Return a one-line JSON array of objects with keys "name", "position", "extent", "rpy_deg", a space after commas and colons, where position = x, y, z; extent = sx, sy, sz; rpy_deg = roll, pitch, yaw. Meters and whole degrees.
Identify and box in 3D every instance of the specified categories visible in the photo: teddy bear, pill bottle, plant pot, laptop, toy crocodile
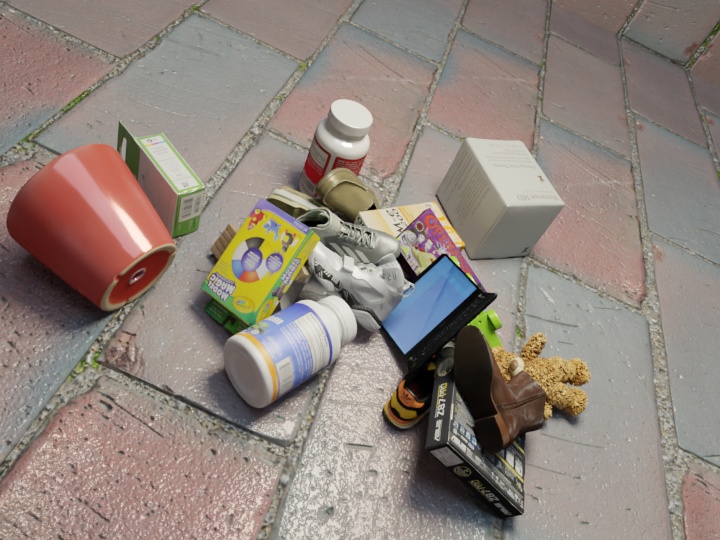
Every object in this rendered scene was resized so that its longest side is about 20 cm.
[{"name": "teddy bear", "position": [0.320, 0.190, 1.080], "extent": [0.197, 0.067, 0.147], "rpy_deg": [30, 81, -6]}, {"name": "pill bottle", "position": [-0.047, -0.228, 1.209], "extent": [0.110, 0.202, 0.114], "rpy_deg": [13, 45, -14]}, {"name": "pill bottle", "position": [-0.101, 0.114, 0.938], "extent": [0.198, 0.113, 0.112], "rpy_deg": [-28, 65, -40]}, {"name": "plant pot", "position": [-0.384, -0.053, 0.912], "extent": [0.178, 0.201, 0.200], "rpy_deg": [46, 46, 5]}, {"name": "laptop", "position": [0.114, 0.061, 1.000], "extent": [0.104, 0.177, 0.200], "rpy_deg": [48, 2, 3]}, {"name": "toy crocodile", "position": [0.199, 0.068, 1.112], "extent": [0.202, 0.067, 0.062], "rpy_deg": [57, 6, -9]}]

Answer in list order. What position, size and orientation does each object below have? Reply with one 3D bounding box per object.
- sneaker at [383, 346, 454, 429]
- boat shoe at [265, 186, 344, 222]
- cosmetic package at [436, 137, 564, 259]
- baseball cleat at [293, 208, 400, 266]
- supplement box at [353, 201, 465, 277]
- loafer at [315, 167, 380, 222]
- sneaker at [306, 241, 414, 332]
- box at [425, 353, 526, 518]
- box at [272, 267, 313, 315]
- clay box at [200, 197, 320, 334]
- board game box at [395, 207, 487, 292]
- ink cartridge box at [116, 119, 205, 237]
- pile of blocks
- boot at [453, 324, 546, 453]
[{"name": "sneaker", "position": [0.121, 0.176, 1.001], "extent": [0.070, 0.091, 0.199], "rpy_deg": [42, 47, 16]}, {"name": "boat shoe", "position": [-0.084, -0.102, 1.168], "extent": [0.197, 0.075, 0.069], "rpy_deg": [30, 41, -4]}, {"name": "cosmetic package", "position": [0.298, -0.156, 1.331], "extent": [0.164, 0.168, 0.203], "rpy_deg": [-4, 53, -28]}, {"name": "baseball cleat", "position": [-0.024, -0.055, 1.047], "extent": [0.195, 0.107, 0.071], "rpy_deg": [4, 67, -2]}, {"name": "supplement box", "position": [0.092, -0.059, 1.213], "extent": [0.196, 0.074, 0.127], "rpy_deg": [-12, 56, -33]}, {"name": "loafer", "position": [-0.013, -0.139, 1.188], "extent": [0.068, 0.076, 0.199], "rpy_deg": [52, 20, 25]}, {"name": "sneaker", "position": [0.000, 0.000, 1.020], "extent": [0.200, 0.114, 0.075], "rpy_deg": [48, 9, -20]}, {"name": "box", "position": [0.182, 0.251, 0.933], "extent": [0.200, 0.049, 0.163], "rpy_deg": [45, 40, -24]}, {"name": "box", "position": [-0.112, 0.001, 1.080], "extent": [0.038, 0.042, 0.201], "rpy_deg": [8, 41, 20]}, {"name": "clay box", "position": [-0.165, 0.000, 0.965], "extent": [0.114, 0.048, 0.202], "rpy_deg": [30, 82, 25]}, {"name": "board game box", "position": [0.147, -0.002, 1.147], "extent": [0.120, 0.032, 0.202], "rpy_deg": [-43, 101, -36]}, {"name": "ink cartridge box", "position": [-0.355, -0.167, 1.079], "extent": [0.059, 0.105, 0.200], "rpy_deg": [-25, 63, -39]}, {"name": "pile of blocks", "position": [-0.162, -0.012, 1.040], "extent": [0.197, 0.084, 0.062], "rpy_deg": [22, 4, 26]}, {"name": "boot", "position": [0.226, 0.170, 0.950], "extent": [0.198, 0.063, 0.191], "rpy_deg": [-4, 82, -52]}]
